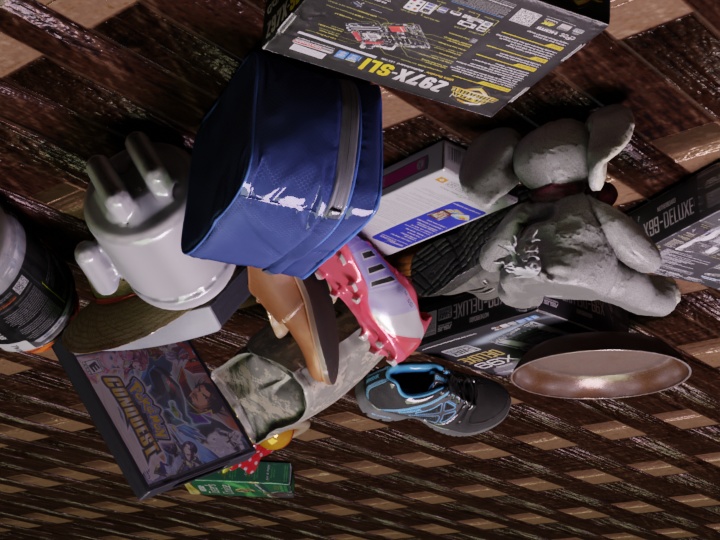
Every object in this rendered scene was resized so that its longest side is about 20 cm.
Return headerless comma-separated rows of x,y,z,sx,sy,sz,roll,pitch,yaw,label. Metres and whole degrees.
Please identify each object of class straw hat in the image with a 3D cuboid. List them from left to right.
-0.236,-0.004,1.333,0.200,0.201,0.085,-10,116,29,straw hat

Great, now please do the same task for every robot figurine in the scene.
-0.181,-0.039,1.195,0.169,0.113,0.200,-28,144,-4,robot figurine

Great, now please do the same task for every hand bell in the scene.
0.000,0.000,1.360,0.199,0.105,0.104,-12,156,4,hand bell

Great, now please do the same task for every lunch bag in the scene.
-0.061,-0.076,1.077,0.132,0.137,0.200,13,157,-21,lunch bag
-0.053,0.096,1.453,0.164,0.118,0.200,-33,180,-32,lunch bag

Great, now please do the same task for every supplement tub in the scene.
-0.378,0.010,1.358,0.122,0.123,0.200,-1,157,12,supplement tub

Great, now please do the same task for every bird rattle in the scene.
-0.152,0.259,1.983,0.162,0.113,0.200,-19,156,11,bird rattle

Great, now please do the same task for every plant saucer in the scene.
0.268,0.106,1.448,0.199,0.032,0.200,1,159,1,plant saucer

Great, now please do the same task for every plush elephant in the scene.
0.173,-0.056,1.097,0.164,0.156,0.200,2,168,30,plush elephant

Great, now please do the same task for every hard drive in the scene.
-0.207,0.035,1.390,0.199,0.135,0.042,-10,114,30,hard drive

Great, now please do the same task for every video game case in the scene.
-0.228,0.145,1.447,0.025,0.200,0.180,-42,163,31,video game case

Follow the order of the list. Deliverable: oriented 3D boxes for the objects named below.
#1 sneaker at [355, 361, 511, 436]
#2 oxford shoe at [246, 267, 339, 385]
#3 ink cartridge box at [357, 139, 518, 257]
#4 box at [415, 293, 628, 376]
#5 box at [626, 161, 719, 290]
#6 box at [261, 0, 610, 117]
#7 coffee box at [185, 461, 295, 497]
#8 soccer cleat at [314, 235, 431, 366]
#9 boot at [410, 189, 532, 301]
0.098,0.149,1.526,0.199,0.074,0.082,5,153,-23,sneaker
-0.072,0.026,1.293,0.071,0.201,0.071,-15,-165,15,oxford shoe
0.047,-0.063,1.229,0.094,0.037,0.200,20,151,-34,ink cartridge box
0.181,0.065,1.485,0.157,0.050,0.200,20,153,-37,box
0.371,-0.031,1.239,0.199,0.050,0.158,13,156,-23,box
0.051,-0.183,0.914,0.199,0.050,0.160,13,159,-22,box
-0.222,0.380,2.354,0.199,0.044,0.123,3,158,1,coffee box
0.013,0.013,1.298,0.067,0.077,0.200,19,149,42,soccer cleat
0.156,-0.023,1.297,0.130,0.068,0.200,4,158,-45,boot
